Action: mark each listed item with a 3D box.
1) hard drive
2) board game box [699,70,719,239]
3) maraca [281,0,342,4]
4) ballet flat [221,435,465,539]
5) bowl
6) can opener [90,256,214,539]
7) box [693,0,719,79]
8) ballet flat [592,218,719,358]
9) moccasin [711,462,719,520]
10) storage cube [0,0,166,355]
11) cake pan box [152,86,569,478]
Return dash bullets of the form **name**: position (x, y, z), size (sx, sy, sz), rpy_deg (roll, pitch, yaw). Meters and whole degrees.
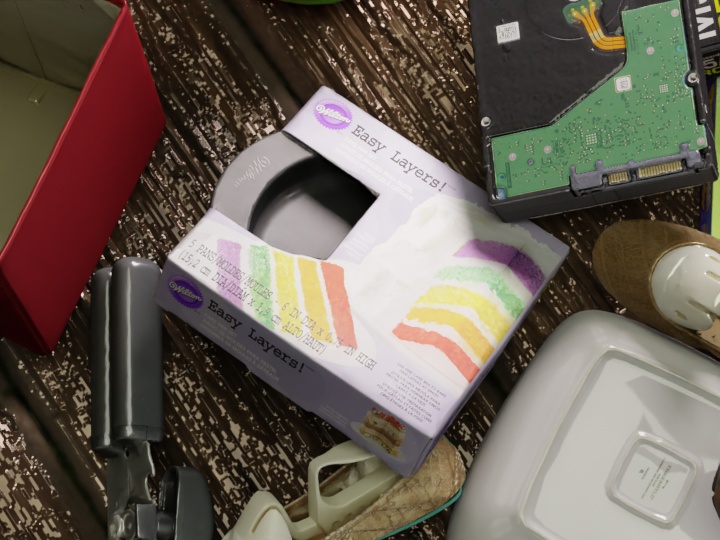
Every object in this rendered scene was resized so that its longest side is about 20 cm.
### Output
- **hard drive**: position (0.139, -0.137, 1.384), size (0.139, 0.038, 0.201), rpy_deg (-12, 67, 16)
- **board game box**: position (0.286, -0.069, 1.431), size (0.134, 0.045, 0.201), rpy_deg (5, 74, -2)
- **maraca**: position (-0.009, -0.239, 1.416), size (0.199, 0.107, 0.138), rpy_deg (-7, 105, 18)
- **ballet flat**: position (-0.031, 0.147, 1.338), size (0.200, 0.070, 0.065), rpy_deg (-32, 119, -18)
- **bowl**: position (0.170, 0.133, 1.355), size (0.199, 0.075, 0.200), rpy_deg (28, 76, 5)
- **can opener**: position (-0.127, 0.094, 1.369), size (0.067, 0.053, 0.201), rpy_deg (9, 70, -34)
- **box**: position (0.210, -0.219, 1.433), size (0.160, 0.044, 0.201), rpy_deg (-13, 68, 15)
- **ballet flat**: position (0.231, 0.031, 1.346), size (0.200, 0.072, 0.068), rpy_deg (34, 93, -2)
- **moccasin**: position (0.278, 0.162, 1.301), size (0.201, 0.078, 0.074), rpy_deg (45, 70, -27)
- **storage cube**: position (-0.235, -0.077, 1.327), size (0.171, 0.180, 0.200), rpy_deg (22, 75, 9)
- **cake pan box**: position (0.000, 0.000, 1.361), size (0.200, 0.052, 0.184), rpy_deg (35, 51, 8)
